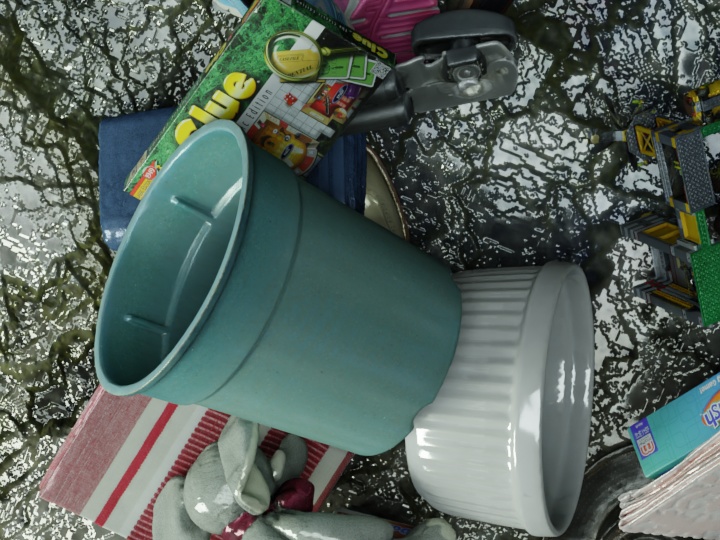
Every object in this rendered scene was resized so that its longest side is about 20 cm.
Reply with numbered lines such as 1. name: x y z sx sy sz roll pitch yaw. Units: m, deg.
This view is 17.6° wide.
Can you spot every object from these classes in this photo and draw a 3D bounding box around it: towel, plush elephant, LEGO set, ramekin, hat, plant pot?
1. towel: 0.309 0.138 1.659 0.191 0.200 0.032 -40 54 38
2. plush elephant: -0.066 0.183 1.690 0.165 0.200 0.155 -35 73 43
3. LEGO set: 0.256 -0.057 1.702 0.154 0.116 0.200 -29 114 -16
4. towel: -0.122 0.148 1.743 0.200 0.023 0.144 29 100 -21
5. ramekin: 0.102 0.091 1.698 0.105 0.200 0.201 3 103 17
6. hat: 0.235 0.234 1.766 0.200 0.081 0.201 1 102 6
7. plant pot: -0.050 0.026 1.600 0.196 0.200 0.200 24 106 -26
8. towel: -0.095 -0.071 1.730 0.200 0.049 0.112 -4 71 12

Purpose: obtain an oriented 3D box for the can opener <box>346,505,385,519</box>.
1. can opener: 0.068 0.250 1.798 0.200 0.067 0.053 26 105 1

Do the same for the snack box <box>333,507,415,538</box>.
1. snack box: 0.014 0.279 1.798 0.072 0.024 0.200 12 121 27

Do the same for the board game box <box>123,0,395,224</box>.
1. board game box: -0.073 -0.102 1.625 0.105 0.023 0.200 30 124 -14

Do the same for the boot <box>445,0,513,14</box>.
1. boot: 0.085 -0.267 1.694 0.097 0.075 0.200 34 114 23

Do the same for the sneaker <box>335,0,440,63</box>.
1. sneaker: 0.013 -0.223 1.699 0.081 0.088 0.200 -4 125 -20

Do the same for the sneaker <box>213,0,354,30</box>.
1. sneaker: -0.072 -0.220 1.660 0.078 0.200 0.090 -37 138 -4

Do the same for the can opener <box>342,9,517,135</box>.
1. can opener: 0.015 -0.139 1.669 0.200 0.067 0.053 -10 141 11

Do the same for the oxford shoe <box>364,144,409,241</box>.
1. oxford shoe: 0.000 0.000 1.742 0.071 0.074 0.200 -9 91 11

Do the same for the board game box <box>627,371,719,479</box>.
1. board game box: 0.314 0.094 1.666 0.200 0.152 0.045 -35 59 31
